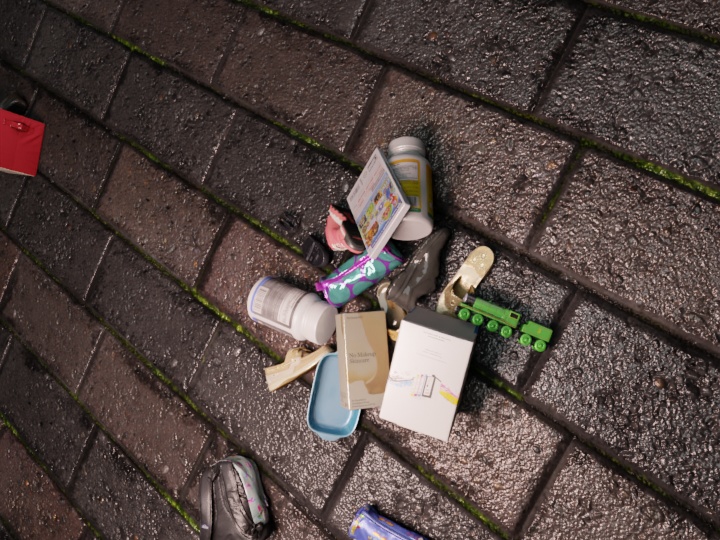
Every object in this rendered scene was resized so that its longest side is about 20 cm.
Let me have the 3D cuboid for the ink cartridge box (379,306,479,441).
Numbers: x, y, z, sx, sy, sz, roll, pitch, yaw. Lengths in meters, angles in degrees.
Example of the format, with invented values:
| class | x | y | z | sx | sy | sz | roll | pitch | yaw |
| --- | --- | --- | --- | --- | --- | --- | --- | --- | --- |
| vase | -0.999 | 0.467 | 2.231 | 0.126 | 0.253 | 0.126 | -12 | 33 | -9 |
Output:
| class | x | y | z | sx | sy | sz | roll | pitch | yaw |
| --- | --- | --- | --- | --- | --- | --- | --- | --- | --- |
| ink cartridge box | 0.139 | 0.199 | 1.100 | 0.142 | 0.147 | 0.204 | 16 | 101 | 14 |

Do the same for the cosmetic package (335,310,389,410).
| class | x | y | z | sx | sy | sz | roll | pitch | yaw |
| --- | --- | --- | --- | --- | --- | --- | --- | --- | --- |
| cosmetic package | 0.006 | 0.192 | 1.203 | 0.103 | 0.071 | 0.205 | -4 | 85 | -18 |

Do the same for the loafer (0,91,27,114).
| class | x | y | z | sx | sy | sz | roll | pitch | yaw |
| --- | --- | --- | --- | --- | --- | --- | --- | --- | --- |
| loafer | -1.244 | -0.550 | 1.932 | 0.198 | 0.073 | 0.072 | -30 | 69 | 10 |

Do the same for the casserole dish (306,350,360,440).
| class | x | y | z | sx | sy | sz | roll | pitch | yaw |
| --- | --- | --- | --- | --- | --- | --- | --- | --- | --- |
| casserole dish | -0.054 | 0.277 | 1.248 | 0.119 | 0.039 | 0.205 | 13 | 89 | -11 |

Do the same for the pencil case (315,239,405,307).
| class | x | y | z | sx | sy | sz | roll | pitch | yaw |
| --- | --- | --- | --- | --- | --- | --- | --- | --- | --- |
| pencil case | 0.000 | 0.000 | 1.243 | 0.199 | 0.092 | 0.086 | -36 | 59 | 19 |

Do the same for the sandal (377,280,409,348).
| class | x | y | z | sx | sy | sz | roll | pitch | yaw |
| --- | --- | --- | --- | --- | --- | --- | --- | --- | --- |
| sandal | 0.084 | 0.114 | 1.213 | 0.079 | 0.054 | 0.203 | -30 | 73 | 20 |

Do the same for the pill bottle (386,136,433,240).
| class | x | y | z | sx | sy | sz | roll | pitch | yaw |
| --- | --- | --- | --- | --- | --- | --- | --- | --- | --- |
| pill bottle | 0.100 | -0.178 | 1.194 | 0.111 | 0.113 | 0.204 | -9 | 68 | 25 |

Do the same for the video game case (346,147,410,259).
| class | x | y | z | sx | sy | sz | roll | pitch | yaw |
| --- | --- | --- | --- | --- | --- | --- | --- | --- | --- |
| video game case | 0.033 | -0.144 | 1.167 | 0.144 | 0.018 | 0.202 | -56 | 36 | 32 |

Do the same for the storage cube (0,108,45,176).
| class | x | y | z | sx | sy | sz | roll | pitch | yaw |
| --- | --- | --- | --- | --- | --- | --- | --- | --- | --- |
| storage cube | -1.183 | -0.424 | 1.828 | 0.196 | 0.170 | 0.184 | 11 | 90 | 26 |

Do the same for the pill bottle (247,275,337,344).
| class | x | y | z | sx | sy | sz | roll | pitch | yaw |
| --- | --- | --- | --- | --- | --- | --- | --- | --- | --- |
| pill bottle | -0.158 | 0.095 | 1.302 | 0.197 | 0.113 | 0.116 | 19 | 93 | 26 |

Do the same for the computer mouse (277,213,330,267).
| class | x | y | z | sx | sy | sz | roll | pitch | yaw |
| --- | --- | --- | --- | --- | --- | --- | --- | --- | --- |
| computer mouse | -0.137 | -0.077 | 1.359 | 0.200 | 0.034 | 0.059 | 46 | 121 | 28 |

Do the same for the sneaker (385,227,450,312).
| class | x | y | z | sx | sy | sz | roll | pitch | yaw |
| --- | --- | --- | --- | --- | --- | --- | --- | --- | --- |
| sneaker | 0.139 | 0.000 | 1.195 | 0.090 | 0.076 | 0.202 | 36 | 93 | -1 |

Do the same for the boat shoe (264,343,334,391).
| class | x | y | z | sx | sy | sz | roll | pitch | yaw |
| --- | --- | --- | --- | --- | --- | --- | --- | --- | --- |
| boat shoe | -0.152 | 0.216 | 1.309 | 0.198 | 0.073 | 0.070 | -32 | 78 | 21 |

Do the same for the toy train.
| class | x | y | z | sx | sy | sz | roll | pitch | yaw |
| --- | --- | --- | --- | --- | --- | --- | --- | --- | --- |
| toy train | 0.283 | 0.101 | 1.095 | 0.197 | 0.042 | 0.057 | 23 | 89 | 6 |

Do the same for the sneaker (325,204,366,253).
| class | x | y | z | sx | sy | sz | roll | pitch | yaw |
| --- | --- | --- | --- | --- | --- | --- | --- | --- | --- |
| sneaker | -0.034 | -0.074 | 1.254 | 0.088 | 0.072 | 0.201 | -65 | 26 | 20 |

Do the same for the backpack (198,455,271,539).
| class | x | y | z | sx | sy | sz | roll | pitch | yaw |
| --- | --- | --- | --- | --- | --- | --- | --- | --- | --- |
| backpack | -0.302 | 0.551 | 1.322 | 0.164 | 0.126 | 0.204 | -22 | 75 | 10 |

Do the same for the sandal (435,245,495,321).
| class | x | y | z | sx | sy | sz | roll | pitch | yaw |
| --- | --- | --- | --- | --- | --- | --- | --- | --- | --- |
| sandal | 0.206 | 0.042 | 1.152 | 0.077 | 0.069 | 0.214 | 33 | 99 | 25 |

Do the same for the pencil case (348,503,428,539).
| class | x | y | z | sx | sy | sz | roll | pitch | yaw |
| --- | --- | --- | --- | --- | --- | --- | --- | --- | --- |
| pencil case | 0.071 | 0.567 | 1.160 | 0.197 | 0.078 | 0.088 | 21 | 123 | 26 |
